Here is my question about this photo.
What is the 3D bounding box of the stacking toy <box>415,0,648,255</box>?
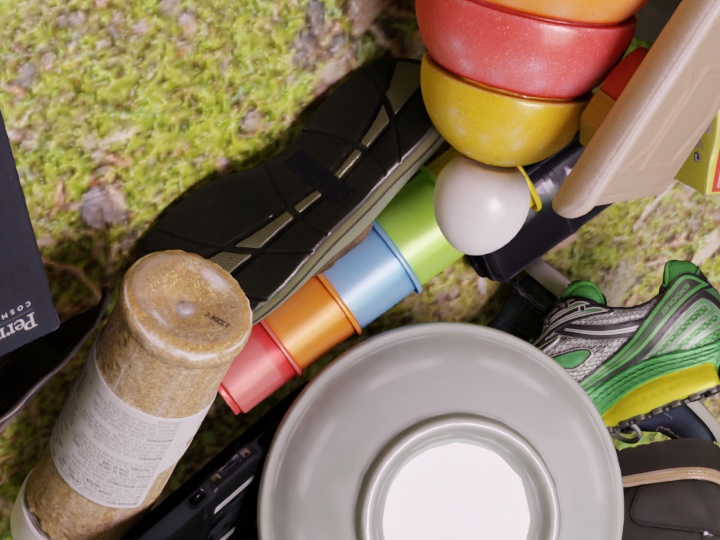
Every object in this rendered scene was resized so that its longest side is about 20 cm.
[{"bbox_3d":[0.075,-0.104,1.246,0.145,0.146,0.201,-3,116,-35],"label":"stacking toy"}]

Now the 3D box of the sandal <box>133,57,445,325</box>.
[{"bbox_3d":[-0.027,-0.027,1.296,0.201,0.080,0.057,-37,150,-8],"label":"sandal"}]

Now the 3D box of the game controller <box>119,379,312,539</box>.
[{"bbox_3d":[-0.082,0.134,1.344,0.200,0.042,0.105,-40,150,-44],"label":"game controller"}]

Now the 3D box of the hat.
[{"bbox_3d":[-0.209,0.058,1.203,0.081,0.201,0.201,44,91,-7],"label":"hat"}]

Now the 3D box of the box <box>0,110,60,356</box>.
[{"bbox_3d":[-0.256,-0.035,1.083,0.199,0.124,0.197,-27,136,-18],"label":"box"}]

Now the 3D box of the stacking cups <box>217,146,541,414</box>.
[{"bbox_3d":[0.000,0.000,1.356,0.199,0.061,0.061,-36,136,-2],"label":"stacking cups"}]

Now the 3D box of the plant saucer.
[{"bbox_3d":[0.047,0.128,1.321,0.198,0.050,0.202,0,91,-10],"label":"plant saucer"}]

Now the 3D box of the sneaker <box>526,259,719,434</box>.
[{"bbox_3d":[0.111,0.055,1.403,0.199,0.086,0.078,-22,175,7],"label":"sneaker"}]

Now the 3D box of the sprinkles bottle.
[{"bbox_3d":[-0.117,0.077,1.266,0.068,0.069,0.200,-7,145,-33],"label":"sprinkles bottle"}]

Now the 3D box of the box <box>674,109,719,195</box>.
[{"bbox_3d":[0.263,-0.088,1.430,0.199,0.050,0.076,-3,112,-31],"label":"box"}]

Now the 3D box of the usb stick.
[{"bbox_3d":[0.140,-0.066,1.421,0.199,0.033,0.056,-36,129,-9],"label":"usb stick"}]

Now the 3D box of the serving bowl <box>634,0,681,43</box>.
[{"bbox_3d":[0.199,-0.201,1.339,0.199,0.066,0.201,-21,132,-24],"label":"serving bowl"}]

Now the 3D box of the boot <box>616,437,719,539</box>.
[{"bbox_3d":[0.124,0.188,1.472,0.199,0.139,0.077,-22,146,26],"label":"boot"}]

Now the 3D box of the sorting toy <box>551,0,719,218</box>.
[{"bbox_3d":[0.167,-0.114,1.253,0.186,0.036,0.200,-58,167,17],"label":"sorting toy"}]

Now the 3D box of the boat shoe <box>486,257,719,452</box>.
[{"bbox_3d":[0.146,0.064,1.492,0.062,0.075,0.200,-49,135,3],"label":"boat shoe"}]
